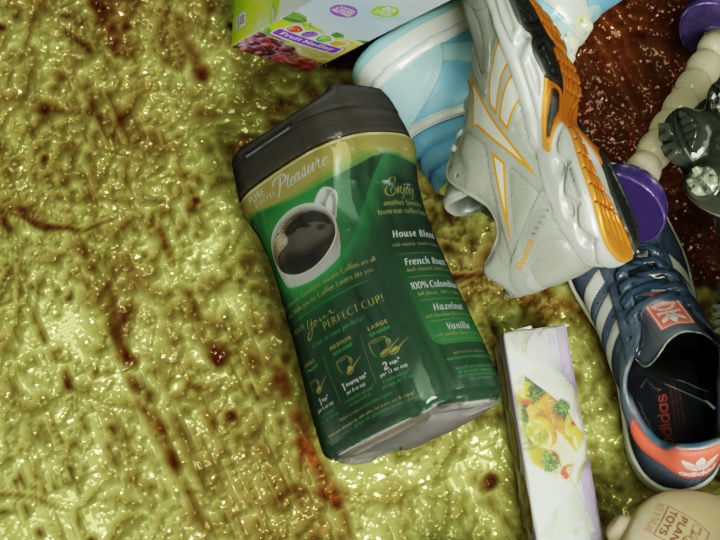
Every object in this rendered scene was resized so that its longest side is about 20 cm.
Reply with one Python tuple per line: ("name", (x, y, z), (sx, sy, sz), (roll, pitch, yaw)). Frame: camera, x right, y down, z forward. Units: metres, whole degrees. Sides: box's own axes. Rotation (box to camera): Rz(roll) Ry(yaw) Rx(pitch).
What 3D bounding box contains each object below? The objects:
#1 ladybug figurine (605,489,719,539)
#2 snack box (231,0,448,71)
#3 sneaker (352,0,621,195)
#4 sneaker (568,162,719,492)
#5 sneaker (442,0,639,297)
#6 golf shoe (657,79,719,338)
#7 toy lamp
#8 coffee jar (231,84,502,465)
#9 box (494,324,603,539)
("ladybug figurine", (0.206, 0.202, 0.991), (0.200, 0.072, 0.136), (42, 45, -1))
("snack box", (0.007, -0.227, 1.056), (0.067, 0.200, 0.170), (13, 69, -37))
("sneaker", (0.109, -0.112, 1.090), (0.199, 0.080, 0.131), (-29, 75, 0))
("sneaker", (0.168, 0.023, 1.048), (0.075, 0.085, 0.201), (-16, 75, -6))
("sneaker", (0.076, -0.078, 1.011), (0.092, 0.076, 0.201), (-28, 62, 22))
("golf shoe", (0.228, -0.006, 0.986), (0.077, 0.088, 0.201), (-23, 66, 26))
("toy lamp", (0.192, -0.105, 1.079), (0.058, 0.058, 0.200), (30, 55, 6))
("coffee jar", (0.000, 0.000, 1.039), (0.104, 0.085, 0.201), (-30, 73, 36))
("box", (0.111, 0.132, 1.038), (0.038, 0.041, 0.201), (-7, 75, -4))
